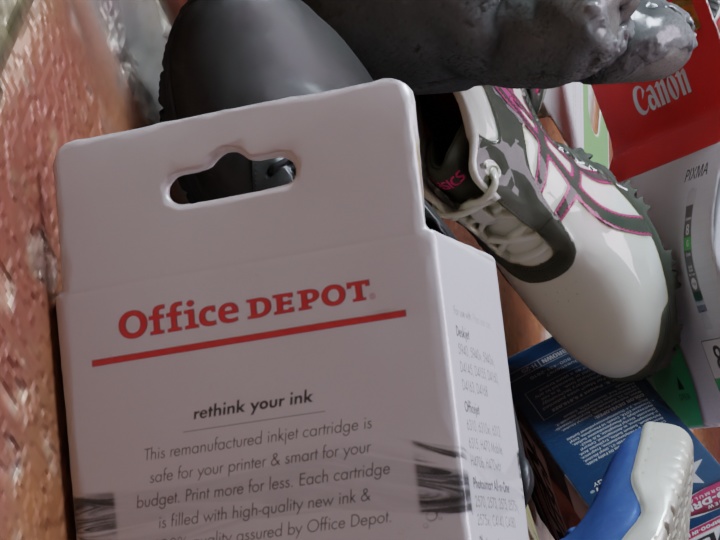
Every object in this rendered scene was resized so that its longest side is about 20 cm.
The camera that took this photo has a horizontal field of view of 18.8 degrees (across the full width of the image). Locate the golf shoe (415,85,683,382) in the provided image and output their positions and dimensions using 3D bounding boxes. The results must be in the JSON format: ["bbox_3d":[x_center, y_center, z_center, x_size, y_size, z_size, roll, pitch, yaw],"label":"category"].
[{"bbox_3d":[0.063,-0.030,0.938,0.088,0.077,0.200,-36,96,-50],"label":"golf shoe"}]

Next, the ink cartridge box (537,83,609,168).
[{"bbox_3d":[0.077,-0.131,1.087,0.200,0.048,0.146,57,29,-53],"label":"ink cartridge box"}]

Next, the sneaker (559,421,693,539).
[{"bbox_3d":[0.040,0.125,0.730,0.077,0.111,0.200,76,31,-52],"label":"sneaker"}]

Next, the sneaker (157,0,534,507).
[{"bbox_3d":[0.004,-0.003,0.687,0.200,0.076,0.091,62,-16,-10],"label":"sneaker"}]

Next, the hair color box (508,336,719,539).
[{"bbox_3d":[0.127,0.114,0.958,0.200,0.060,0.100,-125,-169,-59],"label":"hair color box"}]

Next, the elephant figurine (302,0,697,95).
[{"bbox_3d":[0.045,-0.163,0.751,0.155,0.141,0.201,-11,101,-48],"label":"elephant figurine"}]

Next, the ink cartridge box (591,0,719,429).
[{"bbox_3d":[0.137,-0.027,0.990,0.201,0.050,0.161,68,-15,0],"label":"ink cartridge box"}]

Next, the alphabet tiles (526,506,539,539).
[{"bbox_3d":[0.030,0.017,0.848,0.167,0.006,0.200,61,10,-46],"label":"alphabet tiles"}]

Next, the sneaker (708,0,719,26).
[{"bbox_3d":[0.220,-0.192,1.497,0.200,0.077,0.085,-79,158,-45],"label":"sneaker"}]

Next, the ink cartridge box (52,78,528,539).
[{"bbox_3d":[-0.016,0.058,0.611,0.067,0.115,0.201,21,62,-68],"label":"ink cartridge box"}]
